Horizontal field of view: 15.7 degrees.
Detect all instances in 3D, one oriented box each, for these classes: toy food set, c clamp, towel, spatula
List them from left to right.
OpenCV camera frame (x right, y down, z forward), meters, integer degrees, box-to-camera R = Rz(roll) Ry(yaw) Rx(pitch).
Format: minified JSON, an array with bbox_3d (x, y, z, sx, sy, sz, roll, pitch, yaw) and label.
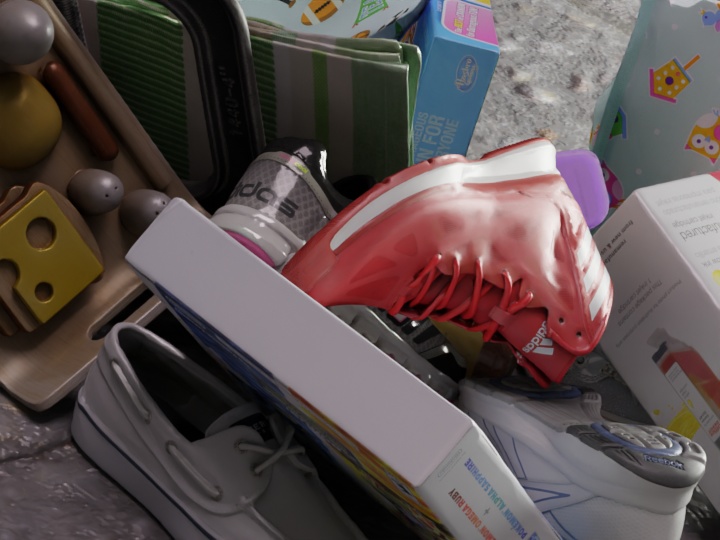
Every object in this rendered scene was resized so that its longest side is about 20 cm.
[{"bbox_3d":[-0.164,-0.050,1.283,0.143,0.200,0.060,-42,19,-21],"label":"toy food set"},{"bbox_3d":[-0.125,-0.109,1.342,0.170,0.201,0.027,6,39,25],"label":"c clamp"},{"bbox_3d":[-0.066,-0.077,1.379,0.199,0.153,0.023,13,43,13],"label":"towel"},{"bbox_3d":[0.042,-0.026,1.488,0.199,0.021,0.057,-15,57,4],"label":"spatula"}]

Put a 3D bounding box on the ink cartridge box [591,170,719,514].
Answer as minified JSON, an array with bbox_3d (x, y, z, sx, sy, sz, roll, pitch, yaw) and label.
[{"bbox_3d":[0.222,0.047,1.405,0.145,0.083,0.200,-13,61,-47],"label":"ink cartridge box"}]

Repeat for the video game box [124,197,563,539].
[{"bbox_3d":[-0.003,0.067,1.236,0.200,0.047,0.182,36,-7,32],"label":"video game box"}]

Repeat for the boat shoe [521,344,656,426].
[{"bbox_3d":[0.125,0.029,1.475,0.074,0.065,0.202,-8,37,-40],"label":"boat shoe"}]

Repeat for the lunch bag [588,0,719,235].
[{"bbox_3d":[0.225,-0.078,1.589,0.170,0.201,0.122,20,27,5],"label":"lunch bag"}]

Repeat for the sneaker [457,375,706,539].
[{"bbox_3d":[0.098,0.105,1.314,0.074,0.087,0.200,4,12,-22],"label":"sneaker"}]

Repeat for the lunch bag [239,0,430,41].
[{"bbox_3d":[-0.052,-0.159,1.463,0.199,0.170,0.124,-3,57,-30],"label":"lunch bag"}]

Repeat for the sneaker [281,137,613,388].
[{"bbox_3d":[0.058,0.007,1.277,0.200,0.078,0.116,-23,75,-43],"label":"sneaker"}]

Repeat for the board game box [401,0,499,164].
[{"bbox_3d":[0.037,-0.111,1.587,0.040,0.153,0.200,14,27,-9],"label":"board game box"}]

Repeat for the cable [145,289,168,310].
[{"bbox_3d":[-0.112,-0.022,1.387,0.200,0.050,0.097,38,18,-16],"label":"cable"}]

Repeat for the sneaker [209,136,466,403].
[{"bbox_3d":[0.000,-0.001,1.350,0.074,0.088,0.200,6,-25,45],"label":"sneaker"}]

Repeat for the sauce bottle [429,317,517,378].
[{"bbox_3d":[0.000,0.000,1.445,0.199,0.066,0.066,24,27,6],"label":"sauce bottle"}]

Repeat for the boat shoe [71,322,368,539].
[{"bbox_3d":[-0.060,0.094,1.238,0.200,0.066,0.073,32,30,26],"label":"boat shoe"}]
